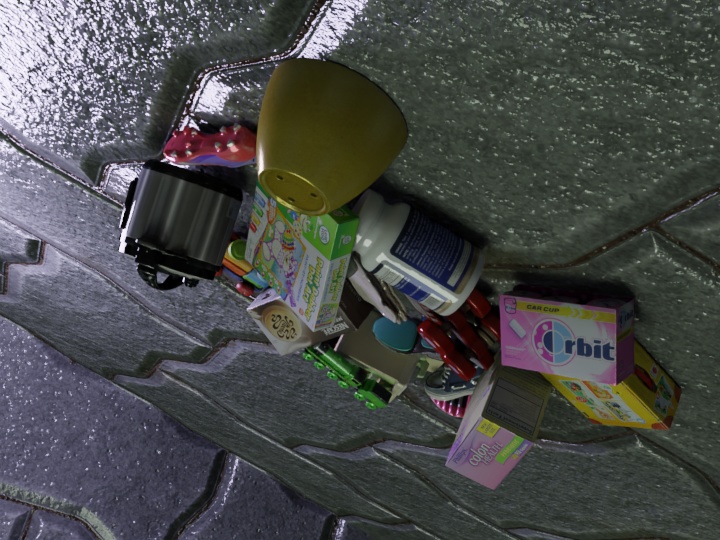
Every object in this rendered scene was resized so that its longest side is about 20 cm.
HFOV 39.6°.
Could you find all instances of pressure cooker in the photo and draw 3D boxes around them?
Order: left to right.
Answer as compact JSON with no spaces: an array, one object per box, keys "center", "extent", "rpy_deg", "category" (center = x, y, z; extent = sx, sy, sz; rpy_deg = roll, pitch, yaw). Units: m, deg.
[{"center":[-0.297,-0.064,1.622],"extent":[0.176,0.200,0.179],"rpy_deg":[18,180,-36],"category":"pressure cooker"}]

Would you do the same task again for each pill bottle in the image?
[{"center":[0.072,-0.029,1.471],"extent":[0.200,0.116,0.116],"rpy_deg":[32,156,-10],"category":"pill bottle"}]

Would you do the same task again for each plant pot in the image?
[{"center":[-0.058,-0.157,1.307],"extent":[0.200,0.142,0.200],"rpy_deg":[22,156,11],"category":"plant pot"}]

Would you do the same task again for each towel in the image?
[{"center":[0.000,0.000,1.628],"extent":[0.133,0.034,0.200],"rpy_deg":[35,162,52],"category":"towel"}]

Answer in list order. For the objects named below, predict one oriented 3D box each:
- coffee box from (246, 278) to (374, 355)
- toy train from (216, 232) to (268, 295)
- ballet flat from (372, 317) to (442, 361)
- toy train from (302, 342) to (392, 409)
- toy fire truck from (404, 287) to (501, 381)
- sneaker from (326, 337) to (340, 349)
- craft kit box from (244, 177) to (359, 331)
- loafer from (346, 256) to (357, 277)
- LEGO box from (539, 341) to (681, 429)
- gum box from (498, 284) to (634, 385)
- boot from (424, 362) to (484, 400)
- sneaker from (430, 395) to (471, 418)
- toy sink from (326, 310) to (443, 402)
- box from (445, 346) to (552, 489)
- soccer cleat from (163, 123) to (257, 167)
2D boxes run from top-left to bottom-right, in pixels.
[{"center":[-0.088,0.065,1.776],"extent":[0.200,0.080,0.113],"rpy_deg":[-21,111,40],"category":"coffee box"},{"center":[-0.236,-0.036,1.796],"extent":[0.200,0.085,0.116],"rpy_deg":[35,163,-19],"category":"toy train"},{"center":[0.115,0.133,1.823],"extent":[0.200,0.072,0.072],"rpy_deg":[10,151,35],"category":"ballet flat"},{"center":[-0.023,0.191,1.857],"extent":[0.200,0.042,0.056],"rpy_deg":[40,146,-19],"category":"toy train"},{"center":[0.144,0.081,1.665],"extent":[0.168,0.112,0.200],"rpy_deg":[37,170,48],"category":"toy fire truck"},{"center":[-0.041,0.146,2.030],"extent":[0.200,0.070,0.090],"rpy_deg":[39,139,-27],"category":"sneaker"},{"center":[-0.092,-0.046,1.481],"extent":[0.198,0.049,0.200],"rpy_deg":[41,133,33],"category":"craft kit box"},{"center":[-0.066,-0.021,1.549],"extent":[0.070,0.070,0.200],"rpy_deg":[53,170,-25],"category":"loafer"},{"center":[0.393,0.170,1.602],"extent":[0.149,0.077,0.200],"rpy_deg":[-4,142,48],"category":"LEGO box"},{"center":[0.298,0.091,1.477],"extent":[0.200,0.066,0.114],"rpy_deg":[7,108,38],"category":"gum box"},{"center":[0.182,0.190,1.886],"extent":[0.200,0.073,0.090],"rpy_deg":[-13,129,44],"category":"boot"},{"center":[0.233,0.273,2.001],"extent":[0.200,0.079,0.095],"rpy_deg":[20,167,18],"category":"sneaker"},{"center":[0.051,0.173,1.917],"extent":[0.200,0.112,0.130],"rpy_deg":[27,157,-2],"category":"toy sink"},{"center":[0.242,0.233,1.683],"extent":[0.097,0.200,0.176],"rpy_deg":[27,139,3],"category":"box"},{"center":[-0.225,-0.181,1.531],"extent":[0.200,0.067,0.076],"rpy_deg":[-1,150,42],"category":"soccer cleat"}]
